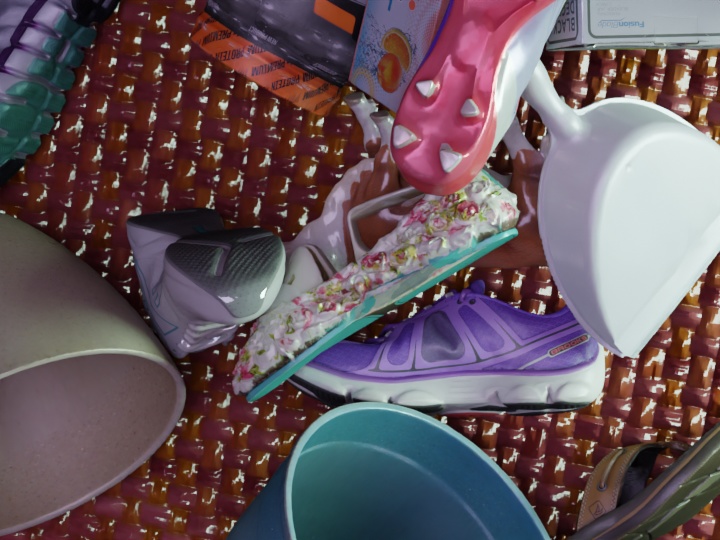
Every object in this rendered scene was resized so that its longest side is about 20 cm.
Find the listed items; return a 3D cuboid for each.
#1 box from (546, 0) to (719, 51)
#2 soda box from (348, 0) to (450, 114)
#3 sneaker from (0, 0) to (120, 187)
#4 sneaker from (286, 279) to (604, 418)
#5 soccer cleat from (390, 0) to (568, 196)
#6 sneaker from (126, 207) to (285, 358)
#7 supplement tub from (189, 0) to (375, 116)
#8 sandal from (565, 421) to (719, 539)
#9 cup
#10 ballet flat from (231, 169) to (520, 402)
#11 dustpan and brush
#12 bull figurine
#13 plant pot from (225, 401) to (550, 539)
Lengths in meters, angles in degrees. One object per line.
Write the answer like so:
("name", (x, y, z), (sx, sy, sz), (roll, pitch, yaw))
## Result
("box", (0.162, -0.224, 1.019), (0.115, 0.060, 0.202), (-4, 94, -15))
("soda box", (0.057, -0.185, 1.004), (0.064, 0.068, 0.202), (39, 123, 42))
("sneaker", (-0.224, -0.139, 1.142), (0.087, 0.074, 0.201), (33, 89, 18))
("sneaker", (0.049, 0.048, 1.120), (0.198, 0.081, 0.084), (-2, 78, 1))
("soccer cleat", (0.077, -0.132, 0.974), (0.066, 0.076, 0.201), (28, 90, 11))
("sneaker", (-0.088, 0.014, 1.074), (0.070, 0.200, 0.081), (-7, 101, -17))
("supplement tub", (-0.012, -0.201, 1.071), (0.122, 0.123, 0.201), (31, 99, 4))
("sandal", (0.156, 0.142, 1.111), (0.200, 0.082, 0.055), (-40, 67, 16))
("cup", (-0.223, 0.051, 1.103), (0.199, 0.200, 0.144), (-33, 64, 9))
("ballet flat", (0.000, 0.000, 1.057), (0.199, 0.076, 0.064), (-33, 84, 8))
("dustpan and brush", (0.137, -0.063, 1.051), (0.140, 0.057, 0.200), (-49, 131, -14))
("bull figurine", (0.041, -0.043, 1.101), (0.198, 0.065, 0.123), (-4, 113, 4))
("plant pot", (-0.010, 0.213, 1.068), (0.200, 0.200, 0.188), (45, 126, 2))
